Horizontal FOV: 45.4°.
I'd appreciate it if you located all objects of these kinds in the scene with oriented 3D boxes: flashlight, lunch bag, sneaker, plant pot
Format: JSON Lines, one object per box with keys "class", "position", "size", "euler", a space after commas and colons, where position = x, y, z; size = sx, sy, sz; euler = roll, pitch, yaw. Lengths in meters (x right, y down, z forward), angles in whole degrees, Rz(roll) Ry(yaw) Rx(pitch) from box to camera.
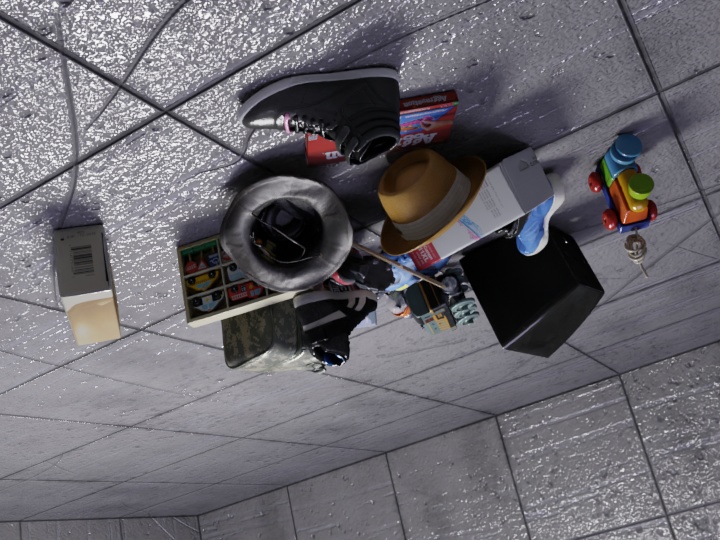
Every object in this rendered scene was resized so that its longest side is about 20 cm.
{"class": "flashlight", "position": [0.000, 0.000, 1.380], "size": [0.067, 0.069, 0.200], "euler": [-31, -164, -15]}
{"class": "lunch bag", "position": [-0.126, 0.063, 1.402], "size": [0.138, 0.203, 0.166], "euler": [-27, 152, 37]}
{"class": "sneaker", "position": [-0.031, 0.092, 1.342], "size": [0.072, 0.114, 0.199], "euler": [-18, 169, 31]}
{"class": "plant pot", "position": [0.338, 0.026, 1.629], "size": [0.177, 0.201, 0.199], "euler": [-39, 149, 26]}
{"class": "sneaker", "position": [0.085, -0.020, 1.505], "size": [0.078, 0.067, 0.199], "euler": [9, 149, -38]}
{"class": "sneaker", "position": [0.263, -0.082, 1.440], "size": [0.110, 0.078, 0.201], "euler": [-15, 155, -13]}
{"class": "sneaker", "position": [-0.042, -0.170, 1.003], "size": [0.197, 0.101, 0.071], "euler": [-11, 161, -5]}

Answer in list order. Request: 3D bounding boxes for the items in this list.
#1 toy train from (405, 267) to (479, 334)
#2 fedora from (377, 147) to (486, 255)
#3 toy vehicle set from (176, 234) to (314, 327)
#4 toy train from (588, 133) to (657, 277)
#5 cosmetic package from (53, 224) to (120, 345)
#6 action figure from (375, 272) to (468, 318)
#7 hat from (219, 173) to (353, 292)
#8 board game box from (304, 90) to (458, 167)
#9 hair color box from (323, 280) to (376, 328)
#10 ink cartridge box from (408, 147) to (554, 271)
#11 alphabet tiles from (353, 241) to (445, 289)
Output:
{"class": "toy train", "position": [0.147, 0.061, 1.549], "size": [0.113, 0.086, 0.200], "euler": [-23, 160, 5]}
{"class": "fedora", "position": [0.081, -0.112, 1.194], "size": [0.199, 0.202, 0.082], "euler": [-29, 116, 34]}
{"class": "toy vehicle set", "position": [-0.176, -0.002, 1.301], "size": [0.197, 0.126, 0.027], "euler": [-17, 159, 8]}
{"class": "toy train", "position": [0.427, -0.104, 1.332], "size": [0.083, 0.203, 0.116], "euler": [-13, 155, -2]}
{"class": "cosmetic package", "position": [-0.397, 0.025, 1.261], "size": [0.070, 0.107, 0.200], "euler": [-8, 160, -15]}
{"class": "action figure", "position": [0.131, 0.042, 1.642], "size": [0.192, 0.106, 0.199], "euler": [-10, 164, -39]}
{"class": "hat", "position": [-0.098, -0.069, 1.221], "size": [0.197, 0.081, 0.203], "euler": [4, 128, 5]}
{"class": "board game box", "position": [0.025, -0.183, 1.125], "size": [0.197, 0.020, 0.103], "euler": [-11, 160, -7]}
{"class": "hair color box", "position": [-0.077, 0.066, 1.540], "size": [0.197, 0.062, 0.099], "euler": [-8, -159, -7]}
{"class": "ink cartridge box", "position": [0.172, -0.091, 1.287], "size": [0.199, 0.084, 0.145], "euler": [-29, 180, 34]}
{"class": "alphabet tiles", "position": [0.041, -0.017, 1.332], "size": [0.198, 0.008, 0.167], "euler": [25, 180, 9]}
